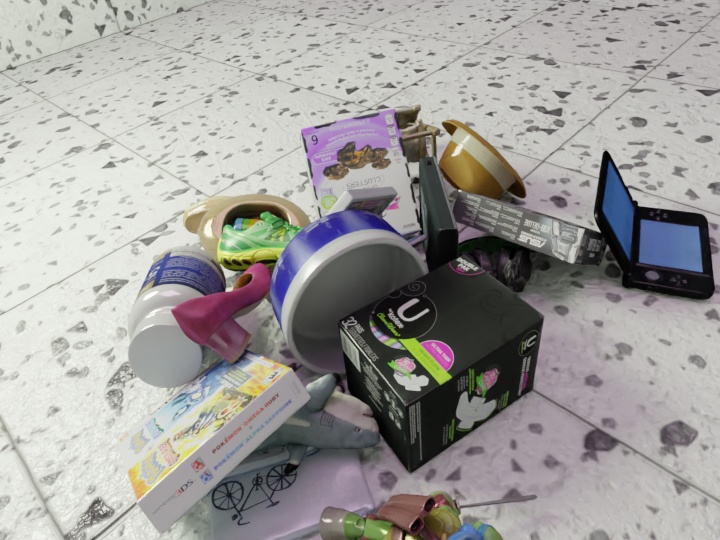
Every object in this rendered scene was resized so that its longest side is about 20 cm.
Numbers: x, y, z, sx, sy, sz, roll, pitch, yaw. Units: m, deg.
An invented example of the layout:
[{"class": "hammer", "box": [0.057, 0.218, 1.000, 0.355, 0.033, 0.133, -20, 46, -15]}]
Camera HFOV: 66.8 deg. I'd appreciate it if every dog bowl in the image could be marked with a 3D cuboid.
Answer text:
[{"class": "dog bowl", "box": [-0.014, 0.030, 0.698, 0.195, 0.204, 0.079, -21, 40, -16]}]

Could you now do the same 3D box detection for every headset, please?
[{"class": "headset", "box": [0.194, -0.012, 0.796, 0.119, 0.097, 0.202, -6, 28, 3]}]

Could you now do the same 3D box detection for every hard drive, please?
[{"class": "hard drive", "box": [0.116, -0.061, 0.832, 0.032, 0.143, 0.203, -4, 39, 1]}]

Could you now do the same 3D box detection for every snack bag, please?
[{"class": "snack bag", "box": [-0.095, 0.218, 0.629, 0.183, 0.022, 0.202, -15, 40, -9]}]

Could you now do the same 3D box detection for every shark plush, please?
[{"class": "shark plush", "box": [-0.079, 0.182, 0.606, 0.194, 0.091, 0.085, -14, 68, -16]}]

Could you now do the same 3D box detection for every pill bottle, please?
[{"class": "pill bottle", "box": [-0.247, 0.060, 0.742, 0.116, 0.123, 0.201, -11, 26, -4]}]

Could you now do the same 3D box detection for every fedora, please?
[{"class": "fedora", "box": [0.199, -0.174, 0.962, 0.082, 0.199, 0.201, -48, 43, 7]}]

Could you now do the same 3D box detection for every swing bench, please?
[{"class": "swing bench", "box": [0.039, -0.236, 1.069, 0.193, 0.133, 0.202, -13, 39, -5]}]

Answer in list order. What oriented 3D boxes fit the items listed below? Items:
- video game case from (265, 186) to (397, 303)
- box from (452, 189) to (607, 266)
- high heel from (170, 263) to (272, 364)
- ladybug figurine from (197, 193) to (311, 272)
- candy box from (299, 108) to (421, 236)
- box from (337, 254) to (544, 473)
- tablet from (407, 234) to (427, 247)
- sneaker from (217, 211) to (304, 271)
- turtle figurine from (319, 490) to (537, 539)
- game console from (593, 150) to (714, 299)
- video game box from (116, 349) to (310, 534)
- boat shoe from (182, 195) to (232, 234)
[{"class": "video game case", "box": [-0.040, -0.038, 0.773, 0.018, 0.200, 0.142, 48, 27, 12]}, {"class": "box", "box": [0.255, -0.064, 0.821, 0.197, 0.051, 0.156, 25, 14, 33]}, {"class": "high heel", "box": [-0.174, 0.027, 0.703, 0.067, 0.096, 0.202, -36, 23, 27]}, {"class": "ladybug figurine", "box": [-0.174, -0.056, 0.915, 0.193, 0.072, 0.140, 6, 68, 3]}, {"class": "candy box", "box": [-0.001, -0.144, 0.911, 0.163, 0.207, 0.072, -13, 0, -7]}, {"class": "box", "box": [0.094, 0.102, 0.653, 0.196, 0.127, 0.149, -25, 43, -21]}, {"class": "tablet", "box": [0.000, 0.000, 0.826, 0.196, 0.014, 0.130, -28, 3, -22]}, {"class": "sneaker", "box": [-0.121, -0.051, 0.833, 0.193, 0.074, 0.086, -5, 74, -6]}, {"class": "turtle figurine", "box": [0.054, 0.277, 0.490, 0.189, 0.199, 0.148, -15, 62, 28]}, {"class": "game console", "box": [0.436, -0.076, 0.812, 0.171, 0.119, 0.202, 10, 43, 22]}, {"class": "video game box", "box": [-0.168, 0.164, 0.595, 0.181, 0.047, 0.198, -42, 19, -24]}, {"class": "boat shoe", "box": [-0.228, -0.090, 0.986, 0.193, 0.073, 0.065, -6, 37, 1]}]
